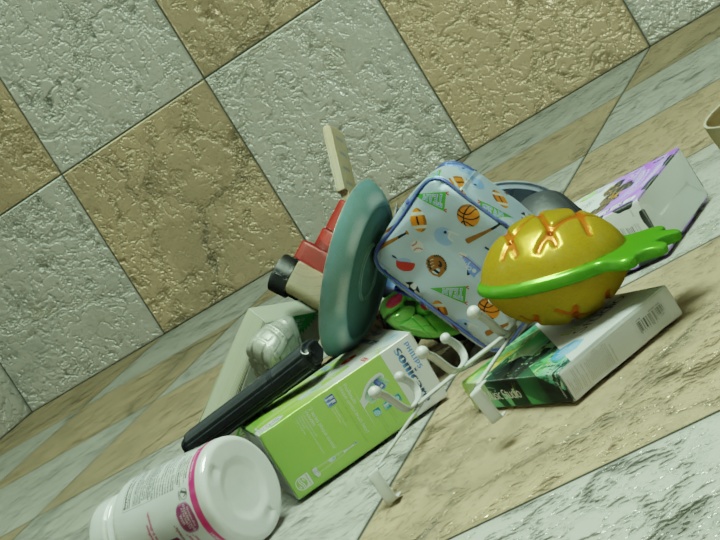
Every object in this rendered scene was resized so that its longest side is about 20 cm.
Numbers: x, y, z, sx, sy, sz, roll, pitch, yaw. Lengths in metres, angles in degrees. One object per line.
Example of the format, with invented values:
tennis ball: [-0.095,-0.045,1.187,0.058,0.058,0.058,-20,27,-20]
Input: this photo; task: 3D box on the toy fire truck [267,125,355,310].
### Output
toy fire truck: [-0.023,-0.049,1.848,0.201,0.128,0.176,-62,-13,2]

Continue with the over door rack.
over door rack: [0.074,0.109,1.481,0.148,0.067,0.200,-41,12,24]

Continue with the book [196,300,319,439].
book: [-0.119,0.130,1.925,0.133,0.048,0.201,-10,-51,-52]

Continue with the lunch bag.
lunch bag: [0.117,-0.014,1.717,0.161,0.199,0.076,-55,-4,30]

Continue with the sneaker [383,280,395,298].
sneaker: [0.113,-0.002,1.926,0.198,0.083,0.074,-8,7,-22]

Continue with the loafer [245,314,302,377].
loafer: [-0.084,0.131,1.861,0.070,0.070,0.201,-45,-29,-25]

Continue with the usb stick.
usb stick: [-0.120,0.142,1.731,0.200,0.033,0.056,-38,9,22]

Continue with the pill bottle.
pill bottle: [-0.187,0.256,1.635,0.199,0.114,0.113,-28,8,37]

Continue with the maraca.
maraca: [0.203,-0.007,1.470,0.199,0.108,0.137,-13,14,31]

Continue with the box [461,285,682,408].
box: [0.196,0.075,1.486,0.144,0.037,0.200,-36,6,-23]

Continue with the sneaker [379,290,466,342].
sneaker: [0.094,0.058,1.825,0.199,0.077,0.084,-1,-34,-45]

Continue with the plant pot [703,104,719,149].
plant pot: [0.431,-0.126,1.415,0.199,0.135,0.200,-32,8,5]

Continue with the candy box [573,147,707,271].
candy box: [0.276,-0.042,1.781,0.199,0.072,0.168,-28,8,35]

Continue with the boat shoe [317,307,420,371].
boat shoe: [0.014,0.104,1.931,0.200,0.076,0.072,-45,-1,-16]

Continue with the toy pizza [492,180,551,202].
toy pizza: [0.163,-0.050,1.976,0.199,0.200,0.032,-30,50,18]

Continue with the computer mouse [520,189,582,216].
computer mouse: [0.173,-0.050,1.807,0.140,0.046,0.200,-32,7,-3]

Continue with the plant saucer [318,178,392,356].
plant saucer: [0.000,0.000,1.735,0.027,0.202,0.200,13,23,15]

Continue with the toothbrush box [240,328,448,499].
toothbrush box: [-0.021,0.154,1.714,0.199,0.087,0.146,-33,6,-10]
